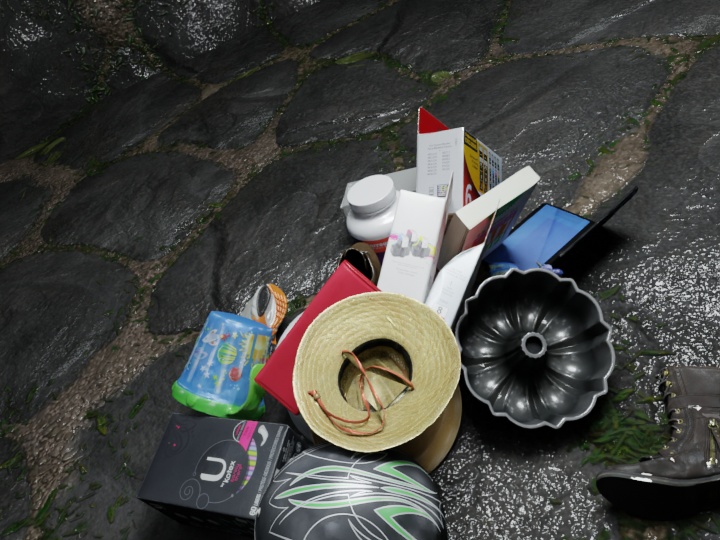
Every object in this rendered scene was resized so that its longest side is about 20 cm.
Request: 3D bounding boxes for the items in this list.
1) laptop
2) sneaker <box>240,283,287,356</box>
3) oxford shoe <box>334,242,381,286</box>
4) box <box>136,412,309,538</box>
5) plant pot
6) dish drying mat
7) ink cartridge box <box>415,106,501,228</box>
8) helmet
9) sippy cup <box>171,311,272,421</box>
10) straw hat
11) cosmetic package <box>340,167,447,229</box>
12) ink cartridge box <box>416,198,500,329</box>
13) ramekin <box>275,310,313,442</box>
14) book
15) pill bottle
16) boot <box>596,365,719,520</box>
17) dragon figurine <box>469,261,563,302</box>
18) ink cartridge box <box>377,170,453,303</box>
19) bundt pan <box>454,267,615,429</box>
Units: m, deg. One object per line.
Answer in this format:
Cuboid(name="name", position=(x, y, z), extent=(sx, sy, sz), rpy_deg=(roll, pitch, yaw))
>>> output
Cuboid(name="laptop", position=(0.303, -0.069, 0.981), extent=(0.177, 0.200, 0.103), rpy_deg=(-39, 77, -17))
Cuboid(name="sneaker", position=(-0.184, 0.127, 1.056), extent=(0.092, 0.075, 0.202), rpy_deg=(-30, 37, 51))
Cuboid(name="oxford shoe", position=(0.000, 0.000, 0.873), extent=(0.071, 0.086, 0.201), rpy_deg=(3, 27, 1))
Cuboid(name="box", position=(-0.173, 0.273, 0.826), extent=(0.197, 0.107, 0.123), rpy_deg=(-2, 52, 26))
Cuboid(name="plant pot", position=(0.032, 0.177, 0.788), extent=(0.198, 0.202, 0.027), rpy_deg=(-30, 11, -7))
Cuboid(name="dish drying mat", position=(-0.051, 0.088, 0.789), extent=(0.201, 0.077, 0.018), rpy_deg=(-53, -2, 14))
Cuboid(name="ink cartridge box", position=(0.168, -0.163, 1.031), extent=(0.083, 0.199, 0.179), rpy_deg=(-1, 86, 29))
Cuboid(name="helmet", position=(-0.007, 0.277, 0.672), extent=(0.197, 0.192, 0.202), rpy_deg=(-13, 42, 12))
Cuboid(name="sippy cup", position=(-0.189, 0.133, 0.903), extent=(0.176, 0.139, 0.132), rpy_deg=(16, 88, 18))
Cuboid(name="straw hat", position=(0.017, 0.130, 0.719), extent=(0.198, 0.086, 0.203), rpy_deg=(-3, 50, 4))
Cuboid(name="cosmetic package", position=(0.076, -0.121, 1.161), extent=(0.197, 0.108, 0.091), rpy_deg=(-10, 38, 20))
Cuboid(name="ink cartridge box", position=(0.127, 0.016, 0.842), extent=(0.049, 0.163, 0.202), rpy_deg=(19, 70, 11))
Cuboid(name="ramekin", position=(-0.029, 0.141, 0.881), extent=(0.197, 0.098, 0.203), rpy_deg=(-9, 57, 13))
Cuboid(name="book", position=(0.187, -0.067, 0.945), extent=(0.133, 0.200, 0.048), rpy_deg=(-33, 73, -12))
Cuboid(name="pill bottle", position=(0.046, -0.051, 1.018), extent=(0.111, 0.201, 0.113), rpy_deg=(-15, 39, 12))
Cuboid(name="boot", position=(0.361, 0.183, 0.701), extent=(0.197, 0.070, 0.175), rpy_deg=(-3, 40, 14))
Cuboid(name="dragon figurine", position=(0.210, 0.026, 0.924), extent=(0.198, 0.100, 0.059), rpy_deg=(10, 48, 35))
Cuboid(name="ink cartridge box", position=(0.077, -0.034, 0.866), extent=(0.067, 0.115, 0.203), rpy_deg=(13, 80, 10))
Cuboid(name="bundt pan", position=(0.216, 0.104, 0.801), extent=(0.198, 0.076, 0.205), rpy_deg=(-1, 71, 3))
